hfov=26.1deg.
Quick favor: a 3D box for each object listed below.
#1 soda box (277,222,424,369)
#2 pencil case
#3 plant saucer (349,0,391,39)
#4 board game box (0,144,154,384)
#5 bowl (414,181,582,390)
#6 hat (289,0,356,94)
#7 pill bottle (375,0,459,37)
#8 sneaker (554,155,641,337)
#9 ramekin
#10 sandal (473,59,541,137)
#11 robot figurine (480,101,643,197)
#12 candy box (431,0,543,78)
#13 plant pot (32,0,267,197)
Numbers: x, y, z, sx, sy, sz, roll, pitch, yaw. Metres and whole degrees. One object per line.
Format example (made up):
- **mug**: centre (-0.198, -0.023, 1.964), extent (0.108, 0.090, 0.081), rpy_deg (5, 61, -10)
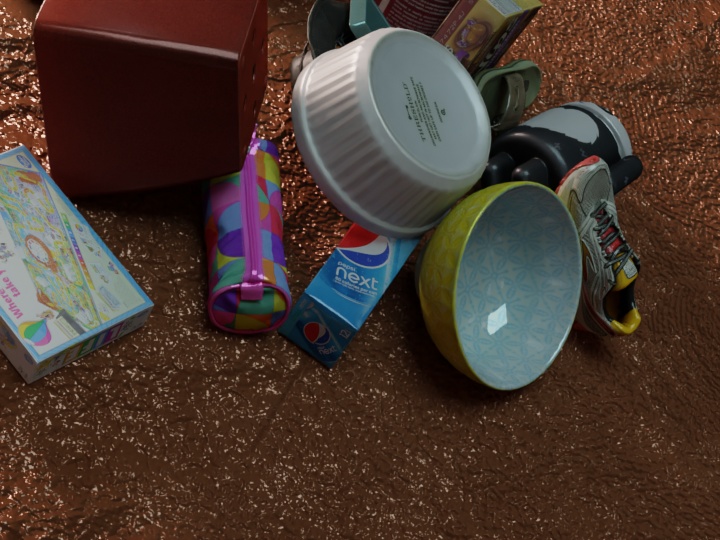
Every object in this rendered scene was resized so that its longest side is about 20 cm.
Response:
- **soda box**: centre (0.000, 0.000, 1.507), extent (0.064, 0.068, 0.200), rpy_deg (35, 44, 0)
- **pencil case**: centre (-0.110, -0.039, 1.466), extent (0.087, 0.089, 0.202), rpy_deg (10, 50, -23)
- **plant saucer**: centre (0.044, -0.213, 1.666), extent (0.200, 0.019, 0.070), rpy_deg (52, 28, -38)
- **board game box**: centre (-0.294, -0.010, 1.366), extent (0.134, 0.034, 0.200), rpy_deg (-27, 70, -43)
- **bowl**: centre (0.118, 0.008, 1.525), extent (0.107, 0.202, 0.199), rpy_deg (12, 25, 44)
- **hat**: centre (-0.023, -0.185, 1.628), extent (0.200, 0.080, 0.202), rpy_deg (43, 36, -42)
- **pill bottle**: centre (0.069, -0.318, 1.724), extent (0.112, 0.200, 0.114), rpy_deg (16, 47, -18)
- **sneaker**: centre (0.249, -0.024, 1.579), extent (0.077, 0.202, 0.082), rpy_deg (-31, 33, -30)
- **ramekin**: centre (0.039, -0.140, 1.497), extent (0.201, 0.094, 0.204), rpy_deg (22, 54, -33)
- **sandal**: centre (0.163, -0.188, 1.744), extent (0.057, 0.080, 0.201), rpy_deg (26, 36, 23)
- **robot figurine**: centre (0.210, -0.111, 1.685), extent (0.199, 0.125, 0.150), rpy_deg (-28, 70, -43)
- **candy box**: centre (0.130, -0.259, 1.722), extent (0.056, 0.117, 0.200), rpy_deg (41, 22, 6)
- **plant pot**: centre (-0.181, -0.191, 1.434), extent (0.174, 0.201, 0.201), rpy_deg (8, 46, 4)
